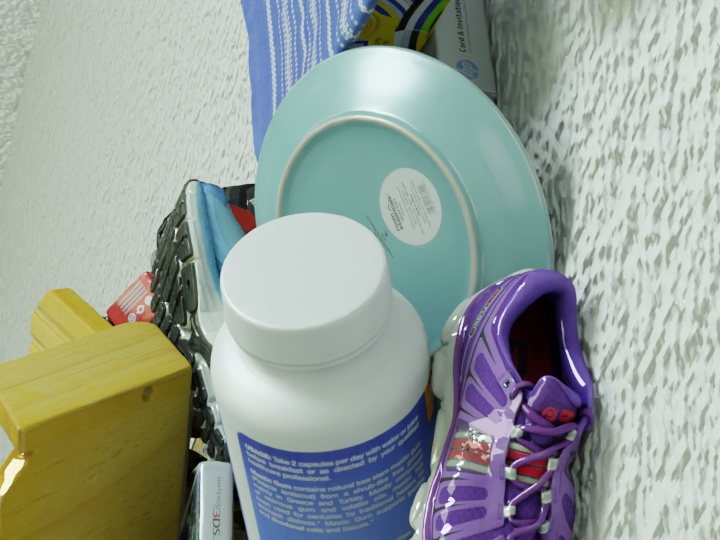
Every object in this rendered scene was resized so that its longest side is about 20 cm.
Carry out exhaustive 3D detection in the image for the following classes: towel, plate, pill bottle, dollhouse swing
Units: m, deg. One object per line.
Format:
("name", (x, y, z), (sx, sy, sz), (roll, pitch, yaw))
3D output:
("towel", (-0.027, -0.166, 1.103), (0.200, 0.024, 0.146), (125, 147, -51))
("plate", (0.013, -0.017, 1.044), (0.199, 0.025, 0.202), (14, 112, 37))
("pill bottle", (-0.016, 0.072, 1.004), (0.113, 0.111, 0.201), (-101, 3, -47))
("dollhouse swing", (-0.201, 0.128, 1.176), (0.175, 0.181, 0.202), (25, 118, 35))

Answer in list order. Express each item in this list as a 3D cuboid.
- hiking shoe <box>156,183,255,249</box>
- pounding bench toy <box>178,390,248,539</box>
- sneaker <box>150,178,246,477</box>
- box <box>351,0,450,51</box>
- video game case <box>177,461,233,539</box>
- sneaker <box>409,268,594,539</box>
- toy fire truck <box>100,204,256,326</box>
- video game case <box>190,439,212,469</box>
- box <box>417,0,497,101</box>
("hiking shoe", (-0.114, -0.023, 1.548), (0.200, 0.100, 0.076), (128, 146, -60))
("pounding bench toy", (-0.077, 0.110, 1.316), (0.199, 0.124, 0.158), (-7, 74, 47))
("sneaker", (-0.064, 0.033, 1.163), (0.079, 0.089, 0.201), (-59, 43, 45))
("box", (-0.001, -0.149, 1.154), (0.200, 0.064, 0.071), (124, 149, -50))
("video game case", (-0.095, 0.231, 1.129), (0.200, 0.023, 0.183), (110, 161, -61))
("sneaker", (0.072, 0.090, 0.926), (0.083, 0.080, 0.202), (138, 138, -57))
("toy fire truck", (-0.076, 0.037, 1.230), (0.200, 0.049, 0.141), (-44, 65, 14))
("video game case", (-0.102, 0.171, 1.558), (0.201, 0.025, 0.182), (113, 157, -45))
("box", (0.031, -0.141, 1.222), (0.156, 0.041, 0.201), (120, 151, -51))
